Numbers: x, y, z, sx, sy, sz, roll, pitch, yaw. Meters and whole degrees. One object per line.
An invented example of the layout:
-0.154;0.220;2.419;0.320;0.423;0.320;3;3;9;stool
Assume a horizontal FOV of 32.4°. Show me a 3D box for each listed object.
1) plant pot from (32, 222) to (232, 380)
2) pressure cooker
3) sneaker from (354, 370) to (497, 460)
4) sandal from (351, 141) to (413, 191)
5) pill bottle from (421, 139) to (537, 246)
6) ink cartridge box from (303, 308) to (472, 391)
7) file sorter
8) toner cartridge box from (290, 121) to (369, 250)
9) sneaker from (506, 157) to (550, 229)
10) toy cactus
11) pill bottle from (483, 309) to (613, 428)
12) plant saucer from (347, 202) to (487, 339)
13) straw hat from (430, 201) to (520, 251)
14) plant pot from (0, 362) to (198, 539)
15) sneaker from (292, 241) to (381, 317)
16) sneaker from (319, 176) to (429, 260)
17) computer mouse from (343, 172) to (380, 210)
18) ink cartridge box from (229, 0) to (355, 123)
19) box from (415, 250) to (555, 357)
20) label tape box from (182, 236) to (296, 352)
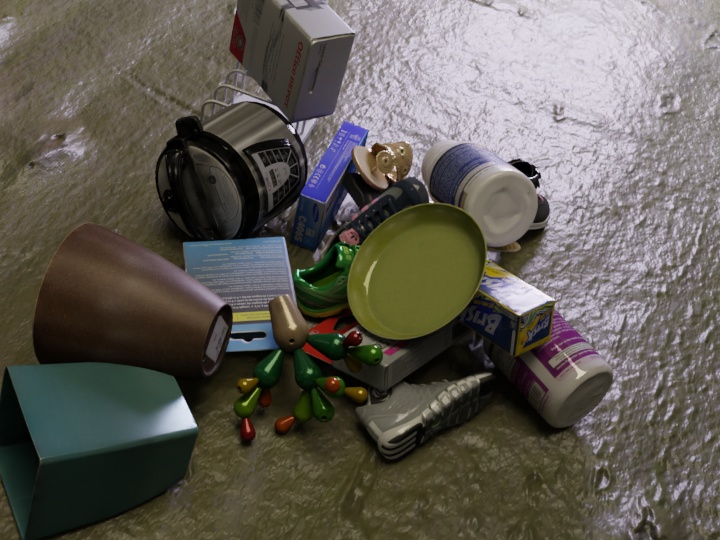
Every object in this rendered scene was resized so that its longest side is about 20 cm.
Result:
-0.263;0.058;1.507;0.198;0.188;0.187;15;42;12;plant pot
-0.190;-0.127;1.747;0.176;0.179;0.200;40;43;11;pressure cooker
0.076;0.153;1.598;0.199;0.075;0.115;-24;52;-33;sneaker
0.048;-0.169;1.854;0.078;0.069;0.212;56;14;6;sandal
0.161;-0.118;1.759;0.110;0.112;0.200;-5;24;-19;pill bottle
0.029;0.072;1.648;0.173;0.044;0.199;23;36;34;ink cartridge box
-0.156;-0.246;1.923;0.138;0.125;0.201;20;42;6;file sorter
-0.045;-0.128;1.849;0.043;0.096;0.201;20;43;7;toner cartridge box
0.254;-0.120;1.883;0.070;0.100;0.199;29;22;24;sneaker
-0.079;0.111;1.524;0.199;0.102;0.166;-26;73;14;toy cactus
0.235;0.105;1.661;0.112;0.113;0.200;-19;52;-31;pill bottle
0.077;0.005;1.601;0.198;0.031;0.202;-15;54;23;plant saucer
0.131;-0.029;1.795;0.199;0.086;0.201;19;15;-5;straw hat
-0.296;0.194;1.411;0.198;0.142;0.142;-6;45;-31;plant pot
0.000;0.000;1.684;0.198;0.084;0.074;-23;41;0;sneaker
0.018;-0.057;1.717;0.082;0.200;0.070;-23;75;-43;sneaker
0.043;-0.065;1.798;0.201;0.034;0.059;53;10;6;computer mouse
-0.104;-0.337;1.833;0.083;0.146;0.200;-15;50;-33;ink cartridge box
0.158;0.032;1.614;0.070;0.065;0.199;-20;37;-34;box
-0.159;0.048;1.648;0.142;0.066;0.201;-3;48;-11;label tape box
